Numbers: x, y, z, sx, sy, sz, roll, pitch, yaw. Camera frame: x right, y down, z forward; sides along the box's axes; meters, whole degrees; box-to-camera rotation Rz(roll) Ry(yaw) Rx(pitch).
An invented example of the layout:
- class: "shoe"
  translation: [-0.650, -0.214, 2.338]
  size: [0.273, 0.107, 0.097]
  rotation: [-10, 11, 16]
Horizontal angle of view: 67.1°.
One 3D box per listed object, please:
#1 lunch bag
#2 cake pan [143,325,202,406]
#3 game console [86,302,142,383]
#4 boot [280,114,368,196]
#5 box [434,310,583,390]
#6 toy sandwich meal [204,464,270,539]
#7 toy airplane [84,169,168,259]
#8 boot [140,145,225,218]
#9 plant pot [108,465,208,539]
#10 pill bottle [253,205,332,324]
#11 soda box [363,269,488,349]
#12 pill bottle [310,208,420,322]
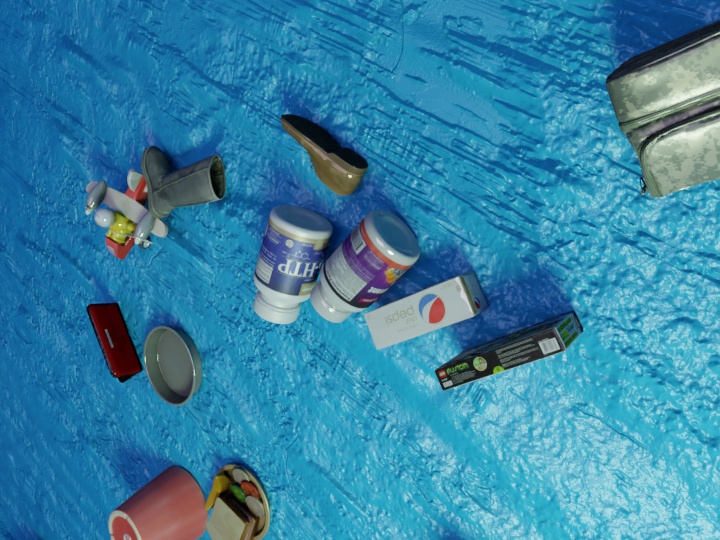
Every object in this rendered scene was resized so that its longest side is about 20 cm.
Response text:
- class: "lunch bag"
  translation: [0.402, -0.185, 0.611]
  size: [0.199, 0.139, 0.169]
  rotation: [-17, 105, 36]
- class: "cake pan"
  translation: [-0.461, 0.231, 1.340]
  size: [0.199, 0.037, 0.203]
  rotation: [7, 103, 33]
- class: "game console"
  translation: [-0.674, 0.199, 1.438]
  size: [0.118, 0.172, 0.202]
  rotation: [-26, 84, 8]
- class: "boot"
  translation: [-0.079, -0.210, 0.978]
  size: [0.200, 0.073, 0.076]
  rotation: [42, 129, 19]
- class: "box"
  translation: [0.218, 0.120, 0.804]
  size: [0.199, 0.110, 0.035]
  rotation: [-28, 82, 34]
- class: "toy sandwich meal"
  translation: [-0.294, 0.555, 1.263]
  size: [0.203, 0.070, 0.208]
  rotation: [7, 103, 34]
- class: "toy airplane"
  translation: [-0.552, -0.140, 1.269]
  size: [0.198, 0.141, 0.201]
  rotation: [-19, 92, 29]
- class: "boot"
  translation: [-0.387, -0.215, 1.186]
  size: [0.199, 0.072, 0.184]
  rotation: [-17, 84, 35]
- class: "plant pot"
  translation: [-0.514, 0.627, 1.365]
  size: [0.199, 0.177, 0.203]
  rotation: [7, 103, 33]
- class: "pill bottle"
  translation: [-0.134, -0.008, 1.019]
  size: [0.119, 0.119, 0.202]
  rotation: [31, 115, 26]
- class: "soda box"
  translation: [0.105, 0.067, 0.901]
  size: [0.199, 0.063, 0.069]
  rotation: [-25, 85, 35]
- class: "pill bottle"
  translation: [0.000, 0.000, 0.932]
  size: [0.200, 0.111, 0.112]
  rotation: [-46, 73, 32]
